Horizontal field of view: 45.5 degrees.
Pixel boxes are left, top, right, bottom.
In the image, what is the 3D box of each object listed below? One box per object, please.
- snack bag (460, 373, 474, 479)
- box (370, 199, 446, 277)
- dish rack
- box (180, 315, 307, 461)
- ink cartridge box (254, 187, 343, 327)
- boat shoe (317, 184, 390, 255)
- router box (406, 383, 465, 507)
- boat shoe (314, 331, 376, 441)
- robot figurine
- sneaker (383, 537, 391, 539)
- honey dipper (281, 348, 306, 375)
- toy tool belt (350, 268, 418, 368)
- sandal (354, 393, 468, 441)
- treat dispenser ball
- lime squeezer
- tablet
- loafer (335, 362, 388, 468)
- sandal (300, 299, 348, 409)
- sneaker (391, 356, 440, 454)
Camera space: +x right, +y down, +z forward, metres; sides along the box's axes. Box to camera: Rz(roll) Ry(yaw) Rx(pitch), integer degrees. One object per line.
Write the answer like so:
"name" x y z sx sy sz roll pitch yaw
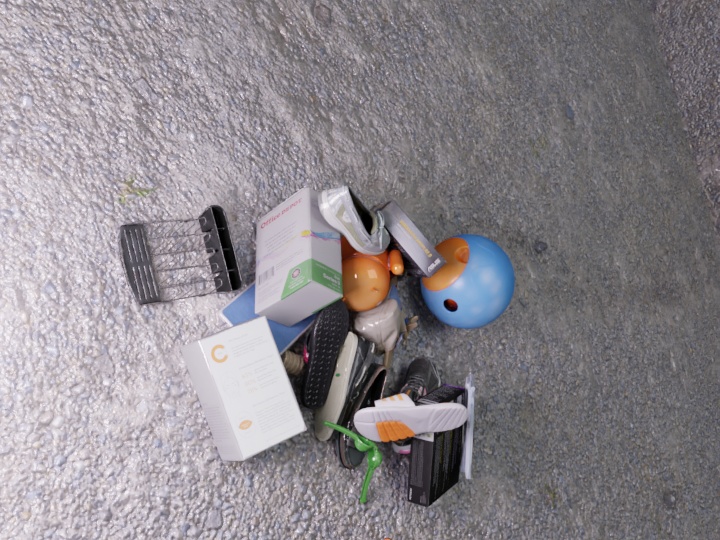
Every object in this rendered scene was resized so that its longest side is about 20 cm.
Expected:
"snack bag" 0.216 0.313 1.725 0.200 0.021 0.190 -7 99 -83
"box" 0.079 -0.060 1.702 0.048 0.200 0.159 -41 97 -7
"dish rack" -0.299 -0.022 1.414 0.200 0.054 0.154 -10 81 -47
"box" -0.190 0.191 1.393 0.124 0.097 0.201 -20 90 -32
"ink cartridge box" -0.110 -0.024 1.516 0.087 0.145 0.201 25 47 -39
"boat shoe" 0.001 -0.089 1.528 0.202 0.065 0.075 40 38 -47
"router box" 0.148 0.335 1.663 0.149 0.051 0.201 -12 108 -60
"boat shoe" -0.026 0.216 1.556 0.067 0.072 0.201 24 82 -36
"robot figurine" -0.002 0.001 1.638 0.143 0.117 0.200 19 30 -8
"sneaker" 0.109 0.557 1.598 0.200 0.070 0.090 30 59 -33
"honey dipper" -0.074 0.189 1.578 0.200 0.038 0.038 26 58 -39
"toy tool belt" 0.050 0.094 1.693 0.200 0.124 0.123 -69 144 -55
"sandal" 0.090 0.260 1.561 0.059 0.206 0.079 -100 -173 -56
"treat dispenser ball" 0.227 0.023 1.826 0.200 0.200 0.202 19 62 -40
"lime squeezer" -0.002 0.328 1.547 0.038 0.070 0.201 -103 172 -61
"tablet" -0.153 0.071 1.539 0.130 0.014 0.200 48 44 -1
"loafer" 0.005 0.266 1.588 0.072 0.063 0.201 25 68 -42
"sandal" -0.075 0.146 1.537 0.075 0.045 0.201 19 84 -39
"sneaker" 0.105 0.253 1.681 0.086 0.080 0.201 67 31 -51
